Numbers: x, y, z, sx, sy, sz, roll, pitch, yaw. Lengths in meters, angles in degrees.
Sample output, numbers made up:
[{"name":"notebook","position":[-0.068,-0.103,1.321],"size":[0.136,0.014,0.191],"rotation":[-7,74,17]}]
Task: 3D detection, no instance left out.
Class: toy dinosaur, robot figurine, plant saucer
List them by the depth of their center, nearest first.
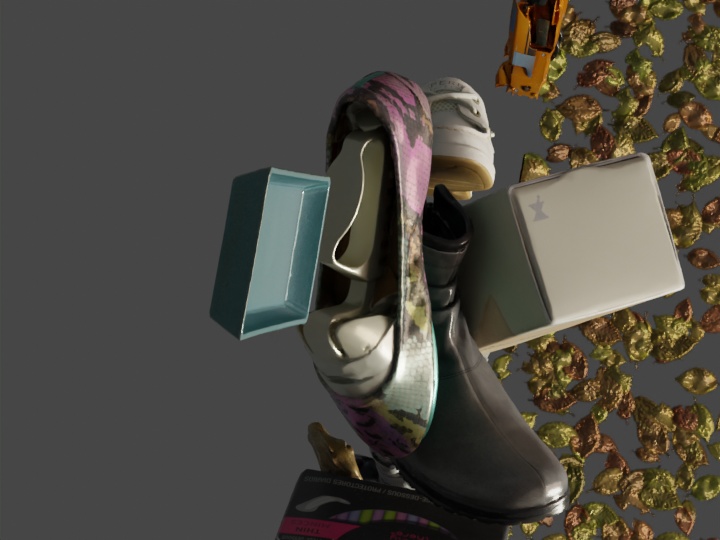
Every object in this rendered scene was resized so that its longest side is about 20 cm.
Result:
[{"name":"plant saucer","position":[-0.038,-0.009,1.113],"size":[0.200,0.019,0.070],"rotation":[-11,110,-85]},{"name":"toy dinosaur","position":[0.047,0.157,1.447],"size":[0.101,0.200,0.058],"rotation":[-55,-169,55]},{"name":"robot figurine","position":[0.173,-0.275,2.486],"size":[0.145,0.058,0.200],"rotation":[-71,169,-60]}]

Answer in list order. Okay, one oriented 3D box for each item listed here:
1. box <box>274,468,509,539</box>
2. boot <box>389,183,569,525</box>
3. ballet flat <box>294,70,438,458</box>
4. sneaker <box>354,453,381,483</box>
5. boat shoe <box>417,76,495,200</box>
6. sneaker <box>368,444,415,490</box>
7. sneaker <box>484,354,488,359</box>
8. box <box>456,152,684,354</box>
[{"name":"box","position":[0.002,0.206,1.338],"size":[0.200,0.122,0.106],"rotation":[-70,168,-61]},{"name":"boot","position":[0.042,0.035,1.356],"size":[0.070,0.200,0.132],"rotation":[-17,130,-33]},{"name":"ballet flat","position":[0.000,0.000,1.305],"size":[0.071,0.069,0.200],"rotation":[-13,108,-56]},{"name":"sneaker","position":[0.008,0.188,1.538],"size":[0.200,0.087,0.074],"rotation":[-72,170,-53]},{"name":"boat shoe","position":[0.046,-0.083,1.561],"size":[0.200,0.071,0.069],"rotation":[164,-65,-87]},{"name":"sneaker","position":[0.042,0.103,1.517],"size":[0.200,0.075,0.082],"rotation":[61,13,-83]},{"name":"sneaker","position":[0.057,0.048,1.923],"size":[0.200,0.076,0.081],"rotation":[99,-8,-54]},{"name":"box","position":[0.083,0.000,1.430],"size":[0.200,0.095,0.078],"rotation":[-24,-98,64]}]
